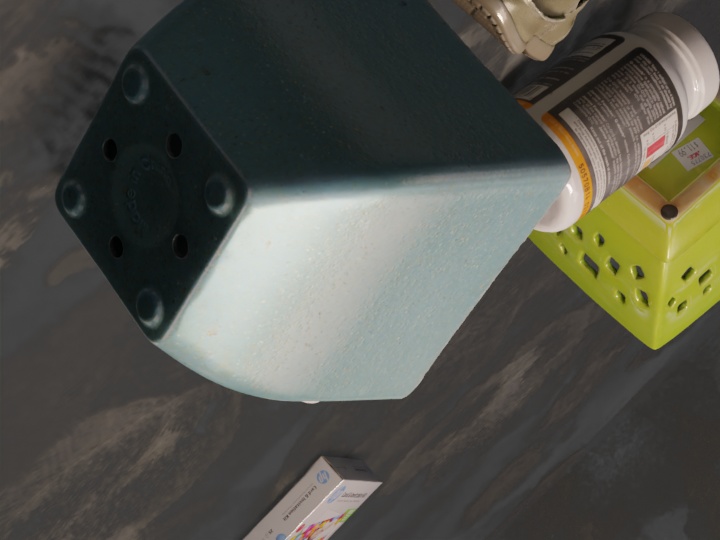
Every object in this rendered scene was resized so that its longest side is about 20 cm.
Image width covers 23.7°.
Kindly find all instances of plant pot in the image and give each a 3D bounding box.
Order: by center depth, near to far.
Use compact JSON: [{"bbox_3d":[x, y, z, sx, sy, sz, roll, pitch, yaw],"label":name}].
[{"bbox_3d":[-0.048,-0.047,0.952,0.199,0.197,0.196,-8,142,-47],"label":"plant pot"},{"bbox_3d":[0.276,-0.083,1.585,0.200,0.199,0.182,-39,155,-14],"label":"plant pot"}]

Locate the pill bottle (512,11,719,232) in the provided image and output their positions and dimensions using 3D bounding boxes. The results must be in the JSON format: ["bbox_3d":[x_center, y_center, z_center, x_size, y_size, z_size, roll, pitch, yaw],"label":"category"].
[{"bbox_3d":[0.199,-0.128,1.427,0.200,0.116,0.117,-35,160,-26],"label":"pill bottle"}]

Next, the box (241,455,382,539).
[{"bbox_3d":[-0.075,0.288,1.880,0.200,0.041,0.156,-47,163,5],"label":"box"}]

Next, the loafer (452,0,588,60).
[{"bbox_3d":[0.108,-0.191,1.159,0.068,0.076,0.200,-50,171,12],"label":"loafer"}]

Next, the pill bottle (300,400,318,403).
[{"bbox_3d":[0.000,0.000,1.275,0.200,0.111,0.111,-50,162,18],"label":"pill bottle"}]
